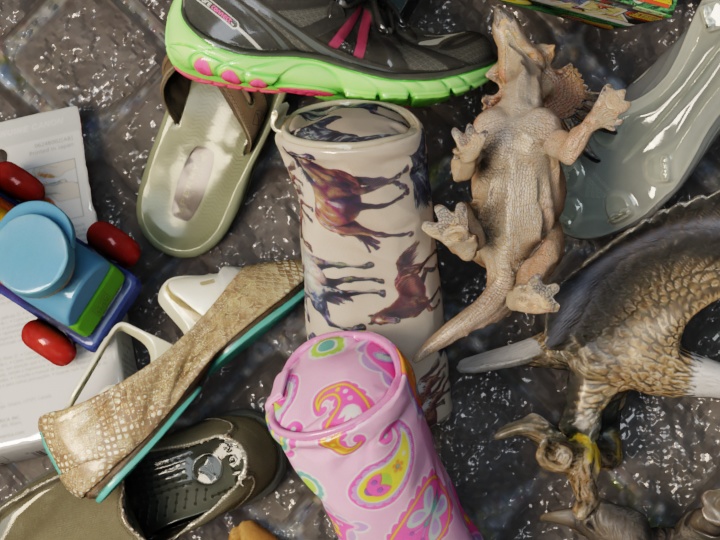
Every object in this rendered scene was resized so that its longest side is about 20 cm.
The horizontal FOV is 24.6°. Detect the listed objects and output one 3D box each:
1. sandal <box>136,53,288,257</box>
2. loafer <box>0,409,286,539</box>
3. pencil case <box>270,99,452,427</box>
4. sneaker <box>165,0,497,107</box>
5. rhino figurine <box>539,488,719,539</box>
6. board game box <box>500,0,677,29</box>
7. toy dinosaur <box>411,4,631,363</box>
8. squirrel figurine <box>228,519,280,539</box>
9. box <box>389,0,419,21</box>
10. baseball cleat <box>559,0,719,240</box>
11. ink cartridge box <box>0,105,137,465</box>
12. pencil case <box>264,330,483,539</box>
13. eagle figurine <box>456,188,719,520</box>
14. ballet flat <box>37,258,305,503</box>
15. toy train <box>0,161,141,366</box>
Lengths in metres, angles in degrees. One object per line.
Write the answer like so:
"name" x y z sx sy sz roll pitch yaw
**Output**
"sandal" -0.084 -0.102 0.966 0.079 0.057 0.203 17 99 13
"loafer" -0.141 0.134 0.956 0.199 0.070 0.076 -27 82 1
"pencil case" 0.000 0.000 0.910 0.089 0.078 0.201 -4 119 4
"sneaker" -0.009 -0.137 0.924 0.199 0.077 0.085 5 92 -25
"rhino figurine" 0.197 0.161 0.919 0.198 0.088 0.060 11 64 5
"board game box" 0.069 -0.172 0.928 0.198 0.105 0.024 13 94 -12
"toy dinosaur" 0.087 -0.041 0.894 0.085 0.136 0.202 15 93 6
"squirrel figurine" -0.048 0.246 0.876 0.200 0.187 0.142 40 88 8
"box" -0.001 -0.238 1.002 0.136 0.038 0.201 31 87 6
"baseball cleat" 0.193 -0.095 0.957 0.070 0.106 0.200 50 119 15
"ink cartridge box" -0.225 0.016 0.996 0.159 0.047 0.202 -13 74 4
"pencil case" 0.016 0.128 0.890 0.087 0.088 0.201 -22 126 2
"eagle figurine" 0.163 0.026 0.911 0.150 0.152 0.201 16 104 -29
"ballet flat" -0.104 0.043 0.935 0.065 0.071 0.200 45 60 0
"toy train" -0.224 -0.033 0.922 0.199 0.116 0.085 31 82 12
